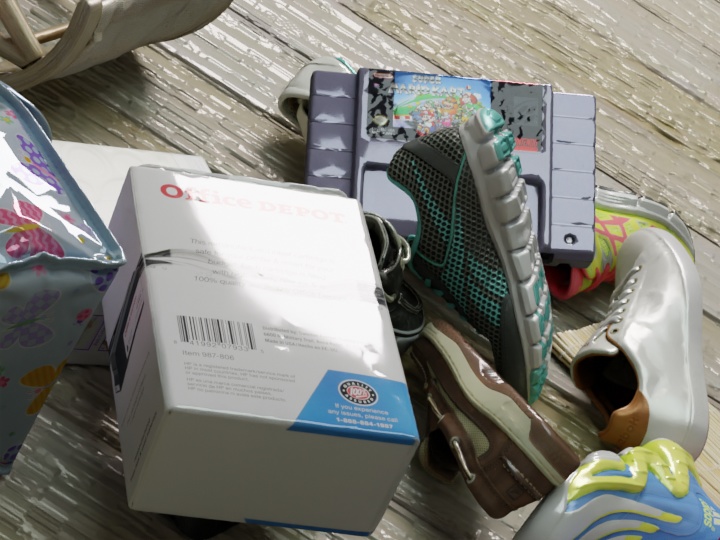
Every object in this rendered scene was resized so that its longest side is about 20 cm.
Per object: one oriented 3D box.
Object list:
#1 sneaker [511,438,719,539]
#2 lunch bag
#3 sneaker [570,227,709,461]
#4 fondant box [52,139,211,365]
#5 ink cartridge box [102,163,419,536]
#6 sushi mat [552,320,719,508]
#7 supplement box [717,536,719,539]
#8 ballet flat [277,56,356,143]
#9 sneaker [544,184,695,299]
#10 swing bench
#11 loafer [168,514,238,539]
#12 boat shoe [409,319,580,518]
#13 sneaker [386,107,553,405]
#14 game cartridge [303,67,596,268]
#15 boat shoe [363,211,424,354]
[{"bbox_3d":[0.177,0.164,1.693,0.105,0.076,0.200,44,31,18],"label":"sneaker"},{"bbox_3d":[-0.235,-0.013,1.474,0.127,0.170,0.200,-3,45,-44],"label":"lunch bag"},{"bbox_3d":[0.184,0.040,1.852,0.084,0.073,0.200,15,43,-18],"label":"sneaker"},{"bbox_3d":[-0.159,-0.011,1.655,0.199,0.058,0.144,4,41,-38],"label":"fondant box"},{"bbox_3d":[-0.062,0.042,1.520,0.144,0.084,0.200,9,40,-19],"label":"ink cartridge box"},{"bbox_3d":[0.222,0.107,1.881,0.200,0.012,0.096,45,31,21],"label":"sushi mat"},{"bbox_3d":[0.296,0.220,1.696,0.199,0.104,0.101,0,44,-41],"label":"supplement box"},{"bbox_3d":[0.015,-0.065,1.898,0.200,0.070,0.069,47,33,16],"label":"ballet flat"},{"bbox_3d":[0.159,-0.014,1.956,0.200,0.078,0.091,22,60,-32],"label":"sneaker"},{"bbox_3d":[-0.214,-0.209,1.830,0.200,0.130,0.199,45,31,12],"label":"swing bench"},{"bbox_3d":[-0.055,0.090,1.591,0.072,0.073,0.200,41,30,21],"label":"loafer"},{"bbox_3d":[0.062,0.093,1.692,0.075,0.075,0.202,46,0,-23],"label":"boat shoe"},{"bbox_3d":[0.072,-0.004,1.792,0.078,0.091,0.201,-51,129,-72],"label":"sneaker"},{"bbox_3d":[0.061,-0.072,1.855,0.199,0.038,0.130,5,69,-4],"label":"game cartridge"},{"bbox_3d":[0.000,0.000,1.724,0.071,0.064,0.200,55,13,27],"label":"boat shoe"}]
